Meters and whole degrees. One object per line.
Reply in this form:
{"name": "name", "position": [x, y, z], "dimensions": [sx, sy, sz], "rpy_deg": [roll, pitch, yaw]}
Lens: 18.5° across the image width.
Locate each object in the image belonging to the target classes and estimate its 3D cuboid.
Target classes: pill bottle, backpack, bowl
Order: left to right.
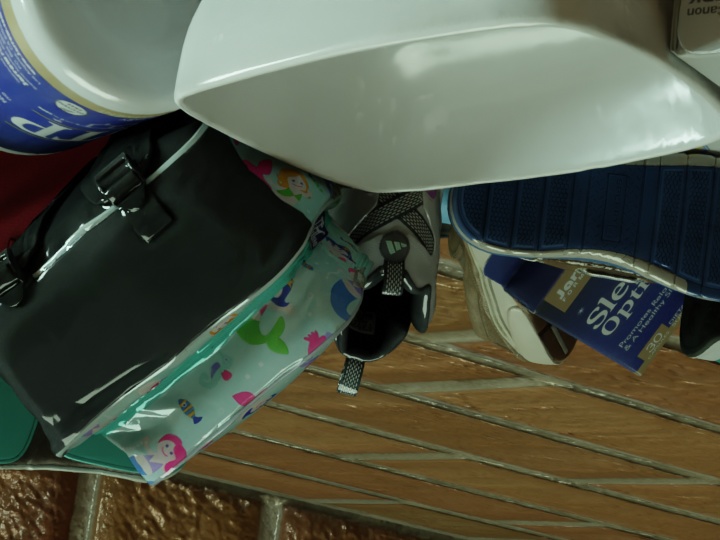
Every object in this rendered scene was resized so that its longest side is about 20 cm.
{"name": "pill bottle", "position": [-0.141, -0.117, 1.020], "dimensions": [0.119, 0.120, 0.200], "rpy_deg": [16, 167, -28]}
{"name": "backpack", "position": [-0.084, -0.007, 1.068], "dimensions": [0.151, 0.177, 0.200], "rpy_deg": [46, -164, -15]}
{"name": "bowl", "position": [0.042, -0.097, 0.932], "dimensions": [0.199, 0.075, 0.200], "rpy_deg": [-7, 166, 29]}

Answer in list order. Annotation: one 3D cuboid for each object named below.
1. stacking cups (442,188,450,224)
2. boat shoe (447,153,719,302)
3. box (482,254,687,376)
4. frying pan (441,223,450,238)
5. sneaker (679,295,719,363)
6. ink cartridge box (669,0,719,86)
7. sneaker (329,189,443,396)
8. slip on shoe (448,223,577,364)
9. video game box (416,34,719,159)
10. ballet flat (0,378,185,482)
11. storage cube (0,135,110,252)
{"name": "stacking cups", "position": [0.052, -0.054, 1.337], "dimensions": [0.199, 0.061, 0.060], "rpy_deg": [10, 169, -21]}
{"name": "boat shoe", "position": [0.144, -0.028, 1.157], "dimensions": [0.199, 0.072, 0.072], "rpy_deg": [12, 179, -3]}
{"name": "box", "position": [0.154, -0.014, 1.293], "dimensions": [0.032, 0.121, 0.200], "rpy_deg": [40, -174, 33]}
{"name": "frying pan", "position": [0.052, -0.043, 1.423], "dimensions": [0.190, 0.031, 0.115], "rpy_deg": [1, 165, 41]}
{"name": "sneaker", "position": [0.266, 0.034, 1.257], "dimensions": [0.120, 0.084, 0.200], "rpy_deg": [9, 178, -8]}
{"name": "ink cartridge box", "position": [0.237, -0.099, 0.906], "dimensions": [0.146, 0.083, 0.200], "rpy_deg": [-1, 165, 35]}
{"name": "sneaker", "position": [0.000, 0.000, 1.194], "dimensions": [0.077, 0.140, 0.200], "rpy_deg": [5, 169, -3]}
{"name": "slip on shoe", "position": [0.077, -0.022, 1.297], "dimensions": [0.060, 0.076, 0.200], "rpy_deg": [11, 147, 31]}
{"name": "video game box", "position": [0.104, -0.097, 1.113], "dimensions": [0.182, 0.047, 0.200], "rpy_deg": [5, 168, 8]}
{"name": "ballet flat", "position": [-0.191, 0.080, 1.276], "dimensions": [0.200, 0.070, 0.069], "rpy_deg": [16, 166, -32]}
{"name": "storage cube", "position": [-0.165, -0.039, 1.259], "dimensions": [0.170, 0.180, 0.200], "rpy_deg": [14, 167, -21]}
